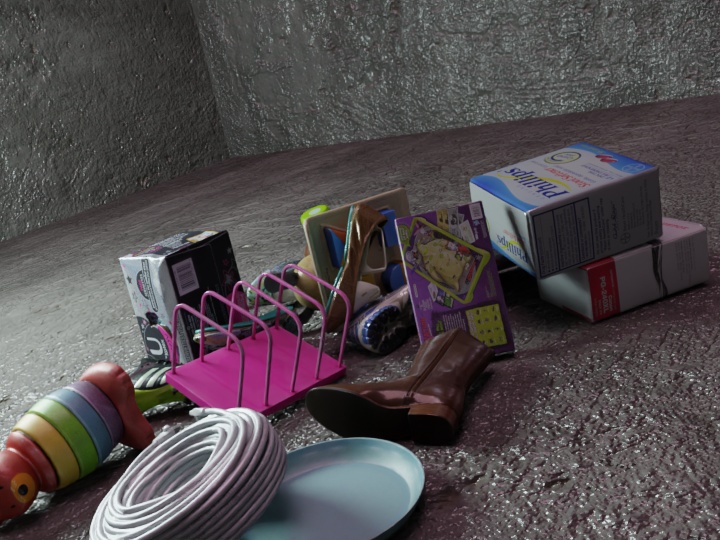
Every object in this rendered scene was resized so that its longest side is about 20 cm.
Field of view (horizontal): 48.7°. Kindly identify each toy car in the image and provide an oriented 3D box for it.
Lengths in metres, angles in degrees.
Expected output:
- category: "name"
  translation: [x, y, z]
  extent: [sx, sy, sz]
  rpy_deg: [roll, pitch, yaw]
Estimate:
- category: "toy car"
  translation: [-0.072, 0.012, 1.308]
  extent: [0.200, 0.165, 0.157]
  rpy_deg: [-38, 28, -31]

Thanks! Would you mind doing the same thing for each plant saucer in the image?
- category: "plant saucer"
  translation: [-0.033, 0.224, 0.768]
  extent: [0.199, 0.028, 0.200]
  rpy_deg: [-12, 16, 4]

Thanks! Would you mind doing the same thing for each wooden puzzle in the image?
- category: "wooden puzzle"
  translation: [0.019, -0.017, 1.252]
  extent: [0.199, 0.187, 0.046]
  rpy_deg: [-21, 14, -29]

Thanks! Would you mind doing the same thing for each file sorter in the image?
- category: "file sorter"
  translation: [-0.127, 0.086, 1.023]
  extent: [0.139, 0.126, 0.199]
  rpy_deg: [27, 31, 32]

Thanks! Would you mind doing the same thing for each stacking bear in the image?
- category: "stacking bear"
  translation: [-0.362, 0.209, 0.931]
  extent: [0.113, 0.122, 0.200]
  rpy_deg: [4, 30, 38]

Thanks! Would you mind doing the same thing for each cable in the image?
- category: "cable"
  translation: [-0.165, 0.212, 0.764]
  extent: [0.199, 0.069, 0.200]
  rpy_deg: [-15, 22, 46]

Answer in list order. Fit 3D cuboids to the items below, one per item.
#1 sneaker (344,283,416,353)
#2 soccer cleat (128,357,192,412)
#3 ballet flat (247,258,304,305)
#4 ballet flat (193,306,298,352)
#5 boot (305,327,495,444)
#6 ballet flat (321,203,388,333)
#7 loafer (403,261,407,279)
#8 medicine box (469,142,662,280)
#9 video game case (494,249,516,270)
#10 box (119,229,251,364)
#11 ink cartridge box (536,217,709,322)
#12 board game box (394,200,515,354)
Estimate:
- category: "sneaker"
  translation: [0.052, 0.055, 1.191]
  extent: [0.085, 0.078, 0.199]
  rpy_deg: [-1, 19, 46]
- category: "soccer cleat"
  translation: [-0.263, 0.150, 1.092]
  extent: [0.199, 0.068, 0.081]
  rpy_deg: [-14, 47, -4]
- category: "ballet flat"
  translation: [-0.107, 0.017, 1.430]
  extent: [0.199, 0.075, 0.074]
  rpy_deg: [-26, 21, -30]
- category: "ballet flat"
  translation: [-0.157, 0.101, 1.165]
  extent: [0.074, 0.075, 0.199]
  rpy_deg: [1, 9, 39]
- category: "boot"
  translation: [0.053, 0.126, 0.953]
  extent: [0.185, 0.065, 0.200]
  rpy_deg: [9, 28, 19]
- category: "ballet flat"
  translation: [0.000, 0.000, 1.167]
  extent: [0.072, 0.201, 0.068]
  rpy_deg: [13, -17, 4]
- category: "loafer"
  translation: [0.126, 0.015, 1.144]
  extent: [0.067, 0.077, 0.200]
  rpy_deg: [-9, -19, 26]
- category: "medicine box"
  translation: [0.284, -0.090, 1.117]
  extent: [0.199, 0.104, 0.182]
  rpy_deg: [-18, 24, -12]
- category: "video game case"
  translation: [0.244, -0.026, 1.270]
  extent: [0.199, 0.023, 0.182]
  rpy_deg: [-16, -10, -5]
- category: "box"
  translation: [-0.256, 0.055, 1.191]
  extent: [0.114, 0.201, 0.132]
  rpy_deg: [-1, 19, 39]
- category: "ink cartridge box"
  translation: [0.374, -0.009, 1.144]
  extent: [0.199, 0.084, 0.145]
  rpy_deg: [-17, 16, -14]
- category: "board game box"
  translation: [0.122, 0.018, 1.045]
  extent: [0.119, 0.202, 0.032]
  rpy_deg: [-11, -7, -2]
